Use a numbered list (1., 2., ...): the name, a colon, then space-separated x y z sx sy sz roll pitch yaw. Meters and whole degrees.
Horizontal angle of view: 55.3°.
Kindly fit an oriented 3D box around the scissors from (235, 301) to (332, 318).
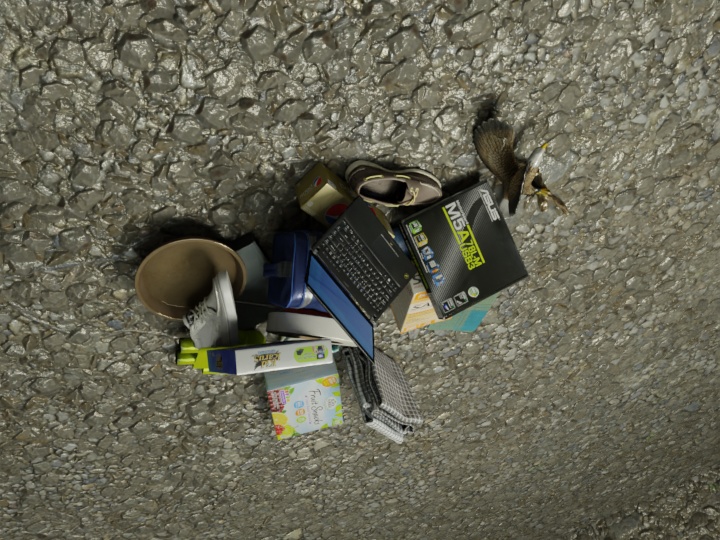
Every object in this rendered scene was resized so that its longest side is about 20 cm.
1. scissors: -0.140 0.069 1.263 0.195 0.073 0.014 9 91 -13

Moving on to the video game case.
1. video game case: -0.170 0.157 1.257 0.178 0.047 0.199 -3 175 -26

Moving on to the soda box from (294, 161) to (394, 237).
1. soda box: -0.026 -0.105 1.242 0.067 0.065 0.199 -39 134 18

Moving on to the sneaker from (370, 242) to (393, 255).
1. sneaker: 0.000 0.000 1.267 0.086 0.077 0.200 10 153 -19

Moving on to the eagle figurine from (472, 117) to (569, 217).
1. eagle figurine: 0.282 -0.176 1.242 0.198 0.150 0.155 7 95 -48

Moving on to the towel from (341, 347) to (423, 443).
1. towel: 0.049 0.265 1.538 0.085 0.202 0.165 -34 137 14

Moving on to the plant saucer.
1. plant saucer: -0.302 0.012 1.227 0.195 0.030 0.203 -11 137 -11

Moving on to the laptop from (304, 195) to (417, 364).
1. laptop: 0.008 0.010 1.113 0.200 0.103 0.178 -48 113 -18

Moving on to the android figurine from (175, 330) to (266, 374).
1. android figurine: -0.274 0.165 1.404 0.196 0.042 0.183 3 150 -23

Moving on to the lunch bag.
1. lunch bag: -0.102 -0.001 1.226 0.129 0.199 0.139 8 88 -21

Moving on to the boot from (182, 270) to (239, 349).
1. boot: -0.270 0.080 1.226 0.093 0.075 0.202 -9 142 -13

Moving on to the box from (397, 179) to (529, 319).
1. box: 0.192 -0.039 1.291 0.190 0.204 0.047 -24 180 -9

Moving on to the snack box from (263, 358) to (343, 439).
1. snack box: -0.129 0.294 1.593 0.165 0.068 0.202 -12 137 -10

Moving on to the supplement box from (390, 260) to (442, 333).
1. supplement box: 0.138 0.045 1.402 0.123 0.075 0.201 -15 155 -12

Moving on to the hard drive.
1. hard drive: -0.224 0.029 1.319 0.137 0.033 0.201 -25 137 3

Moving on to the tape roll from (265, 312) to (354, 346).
1. tape roll: -0.082 0.114 1.309 0.198 0.038 0.203 7 170 1

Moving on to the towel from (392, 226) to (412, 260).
1. towel: 0.120 -0.052 1.364 0.196 0.049 0.113 -17 136 -4

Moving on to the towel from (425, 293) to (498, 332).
1. towel: 0.244 0.060 1.545 0.144 0.022 0.202 6 128 -28

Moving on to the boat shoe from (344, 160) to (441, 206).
1. boat shoe: 0.067 -0.146 1.240 0.196 0.060 0.073 9 127 -29

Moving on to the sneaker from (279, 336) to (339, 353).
1. sneaker: -0.088 0.140 1.440 0.198 0.087 0.078 -34 139 13
